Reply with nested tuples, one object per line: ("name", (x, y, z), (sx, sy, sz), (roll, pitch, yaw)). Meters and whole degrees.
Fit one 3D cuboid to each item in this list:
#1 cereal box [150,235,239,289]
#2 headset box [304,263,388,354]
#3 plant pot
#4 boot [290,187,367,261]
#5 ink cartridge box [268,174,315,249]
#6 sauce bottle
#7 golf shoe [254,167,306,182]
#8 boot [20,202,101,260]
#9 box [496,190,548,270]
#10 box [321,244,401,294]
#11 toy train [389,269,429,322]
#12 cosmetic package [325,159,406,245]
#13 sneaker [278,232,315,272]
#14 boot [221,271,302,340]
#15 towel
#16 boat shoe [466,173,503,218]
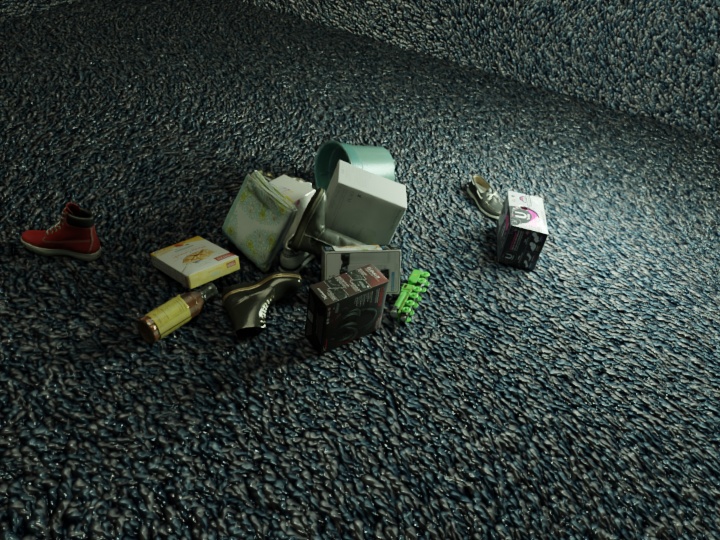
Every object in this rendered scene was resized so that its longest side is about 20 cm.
("cereal box", (-0.409, -0.024, 1.521), (0.142, 0.041, 0.198), (-26, 33, -37))
("headset box", (-0.025, 0.084, 1.416), (0.196, 0.152, 0.077), (-18, 45, -32))
("plant pot", (-0.009, -0.298, 1.884), (0.193, 0.204, 0.200), (-12, 41, -37))
("boot", (-0.060, -0.090, 1.561), (0.196, 0.185, 0.073), (23, 18, -14))
("ink cartridge box", (-0.218, -0.164, 1.706), (0.123, 0.131, 0.199), (27, 41, 25))
("sauce bottle", (-0.409, 0.090, 1.398), (0.065, 0.067, 0.199), (28, 39, 23))
("golf shoe", (-0.240, -0.238, 1.856), (0.195, 0.079, 0.096), (12, 55, 7))
("boot", (-0.744, -0.109, 1.511), (0.194, 0.147, 0.073), (7, 38, 0))
("box", (0.466, -0.122, 1.795), (0.112, 0.135, 0.202), (12, 37, 1))
("box", (0.000, 0.000, 1.543), (0.194, 0.120, 0.060), (-1, 16, -12))
("toy train", (0.126, 0.062, 1.568), (0.055, 0.043, 0.201), (11, 37, 19))
("cosmetic package", (-0.003, -0.149, 1.640), (0.195, 0.202, 0.124), (17, 35, -13))
("sneaker", (-0.156, -0.071, 1.643), (0.074, 0.082, 0.201), (14, 36, 10))
("boot", (-0.216, 0.087, 1.444), (0.195, 0.079, 0.140), (-18, 48, -12))
("towel", (-0.261, -0.127, 1.575), (0.171, 0.202, 0.048), (41, 26, 22))
("boat shoe", (0.412, -0.241, 1.994), (0.072, 0.061, 0.202), (-5, 40, -19))
